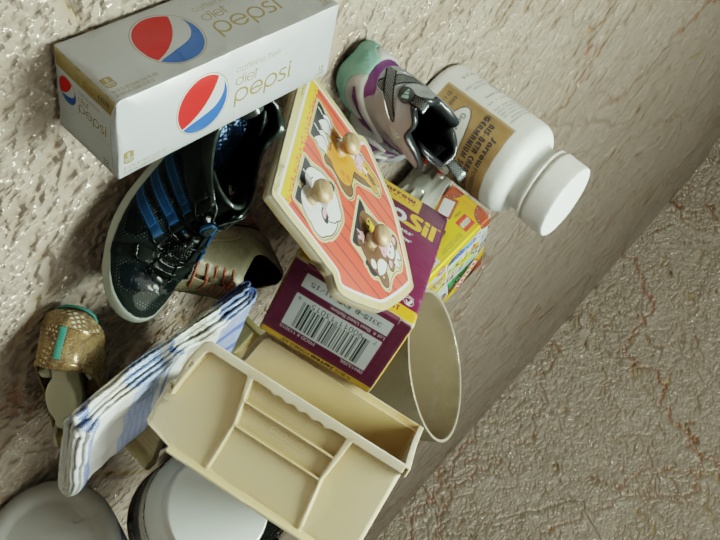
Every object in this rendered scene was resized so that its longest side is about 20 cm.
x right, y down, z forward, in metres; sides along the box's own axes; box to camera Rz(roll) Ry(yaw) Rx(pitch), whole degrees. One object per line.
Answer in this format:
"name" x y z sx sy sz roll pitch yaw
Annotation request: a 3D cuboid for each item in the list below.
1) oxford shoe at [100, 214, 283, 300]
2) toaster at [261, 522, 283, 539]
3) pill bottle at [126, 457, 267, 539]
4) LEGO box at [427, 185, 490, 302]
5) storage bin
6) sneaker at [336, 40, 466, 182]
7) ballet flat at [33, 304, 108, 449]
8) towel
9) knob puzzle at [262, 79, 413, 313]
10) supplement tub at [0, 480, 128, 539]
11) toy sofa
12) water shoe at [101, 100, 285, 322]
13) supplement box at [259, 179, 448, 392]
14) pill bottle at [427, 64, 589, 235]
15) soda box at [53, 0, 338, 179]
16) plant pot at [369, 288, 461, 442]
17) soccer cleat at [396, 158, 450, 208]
"oxford shoe" -0.136 -0.010 0.743 0.199 0.075 0.071 -14 142 -57
"toaster" -0.136 0.298 1.204 0.182 0.118 0.199 -52 159 7
"pill bottle" -0.159 0.237 0.829 0.116 0.117 0.200 -38 179 -30
"LEGO box" 0.094 -0.001 1.247 0.200 0.077 0.150 -44 159 -18
"storage bin" -0.055 0.138 0.738 0.095 0.196 0.200 -59 173 3
"sneaker" 0.055 -0.130 0.850 0.078 0.139 0.200 -49 159 -1
"ballet flat" -0.245 0.115 0.726 0.202 0.069 0.066 94 2 -47
"towel" -0.170 0.100 0.718 0.199 0.024 0.148 -41 168 -39
"knob puzzle" 0.000 -0.054 0.727 0.030 0.224 0.219 -21 172 25
"supplement tub" -0.296 0.311 0.869 0.131 0.131 0.202 -39 158 -26
"toy sofa" -0.173 0.133 0.899 0.199 0.082 0.099 -23 146 -52
"water shoe" -0.128 -0.050 0.641 0.071 0.078 0.203 27 88 -44
"supplement box" 0.000 0.000 0.863 0.104 0.129 0.201 -58 -175 36
"pill bottle" 0.157 -0.135 0.976 0.114 0.199 0.115 -41 158 -21
"soda box" -0.107 -0.144 0.586 0.199 0.068 0.064 -36 156 -35
"plant pot" 0.009 0.133 1.108 0.196 0.192 0.186 -9 175 24
"soccer cleat" 0.054 -0.078 1.051 0.200 0.069 0.078 -44 162 -26
